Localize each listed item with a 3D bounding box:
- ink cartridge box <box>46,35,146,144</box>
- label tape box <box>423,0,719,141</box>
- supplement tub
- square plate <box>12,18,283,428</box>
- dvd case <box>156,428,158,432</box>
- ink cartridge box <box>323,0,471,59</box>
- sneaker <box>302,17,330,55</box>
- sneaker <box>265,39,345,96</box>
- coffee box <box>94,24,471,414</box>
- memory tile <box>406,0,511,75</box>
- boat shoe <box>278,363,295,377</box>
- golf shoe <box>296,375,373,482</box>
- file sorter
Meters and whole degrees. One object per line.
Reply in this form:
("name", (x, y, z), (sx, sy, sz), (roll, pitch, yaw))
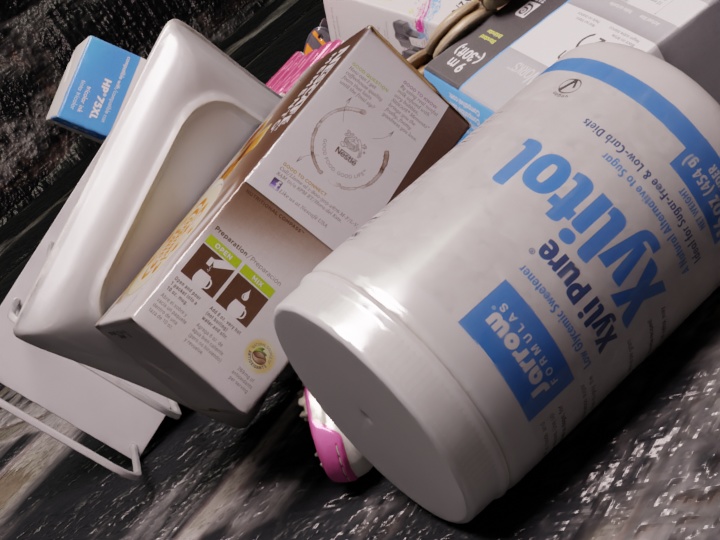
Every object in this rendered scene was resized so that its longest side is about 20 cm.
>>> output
("ink cartridge box", (-0.135, -0.108, 1.051), (0.067, 0.200, 0.116), (-68, 17, -2))
("label tape box", (0.105, -0.097, 0.775), (0.200, 0.066, 0.143), (-36, 32, -5))
("supplement tub", (0.075, 0.002, 0.616), (0.200, 0.132, 0.132), (-42, 17, -18))
("square plate", (-0.084, -0.017, 0.815), (0.028, 0.198, 0.200), (22, 84, 44))
("dvd case", (-0.177, 0.013, 1.039), (0.018, 0.201, 0.143), (-4, 6, -16))
("ink cartridge box", (0.085, -0.204, 1.073), (0.200, 0.068, 0.115), (22, 55, 26))
("sneaker", (0.019, -0.196, 1.182), (0.200, 0.112, 0.078), (-45, -4, 13))
("sneaker", (-0.031, -0.131, 1.116), (0.074, 0.087, 0.200), (-51, 18, -15))
("coffee box", (-0.044, -0.024, 0.736), (0.200, 0.080, 0.114), (-52, 14, -15))
("memory tile", (0.103, -0.168, 0.894), (0.200, 0.017, 0.153), (-26, -15, -51))
("boat shoe", (0.000, 0.000, 0.926), (0.200, 0.069, 0.057), (-45, -18, -6))
("golf shoe", (0.021, 0.035, 0.750), (0.091, 0.075, 0.200), (-8, 35, 17))
("file sorter", (-0.153, 0.018, 0.905), (0.200, 0.139, 0.125), (-58, 12, -3))
